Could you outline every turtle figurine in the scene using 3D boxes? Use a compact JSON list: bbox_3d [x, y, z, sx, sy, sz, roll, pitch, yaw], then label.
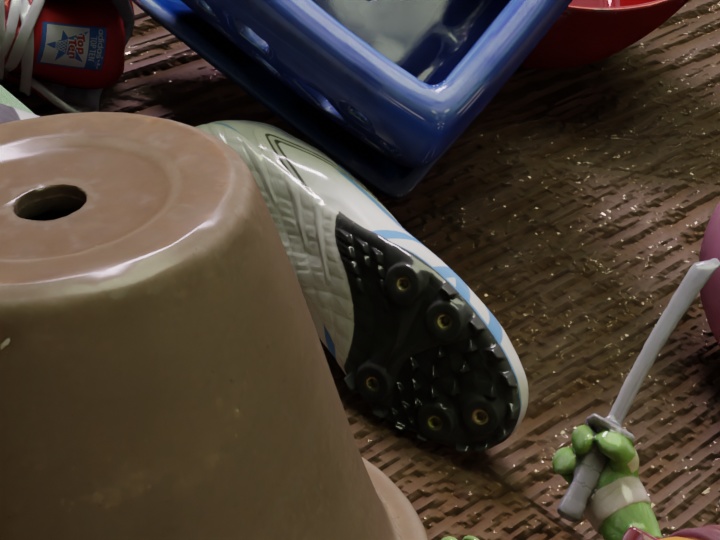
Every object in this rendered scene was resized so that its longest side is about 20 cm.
[{"bbox_3d":[0.095,0.073,0.789,0.193,0.201,0.144,-10,27,-32],"label":"turtle figurine"}]

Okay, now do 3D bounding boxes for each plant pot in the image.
[{"bbox_3d":[-0.078,0.053,0.663,0.199,0.175,0.200,-4,28,2],"label":"plant pot"},{"bbox_3d":[0.008,-0.161,1.048,0.200,0.180,0.200,38,73,6],"label":"plant pot"}]

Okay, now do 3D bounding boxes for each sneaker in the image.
[{"bbox_3d":[-0.177,-0.106,1.023,0.112,0.071,0.200,26,28,17],"label":"sneaker"},{"bbox_3d":[0.000,0.000,0.956,0.200,0.072,0.072,40,27,26],"label":"sneaker"}]

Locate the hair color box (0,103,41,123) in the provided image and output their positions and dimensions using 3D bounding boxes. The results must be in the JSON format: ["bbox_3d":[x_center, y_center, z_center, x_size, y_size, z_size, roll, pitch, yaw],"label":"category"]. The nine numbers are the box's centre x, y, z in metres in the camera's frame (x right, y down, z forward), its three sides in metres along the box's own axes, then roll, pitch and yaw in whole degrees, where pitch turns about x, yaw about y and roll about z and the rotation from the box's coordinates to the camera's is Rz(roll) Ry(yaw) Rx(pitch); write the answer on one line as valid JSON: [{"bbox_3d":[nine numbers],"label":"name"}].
[{"bbox_3d":[-0.130,-0.004,0.794,0.200,0.060,0.100,18,48,-42],"label":"hair color box"}]

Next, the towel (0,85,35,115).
[{"bbox_3d":[-0.178,-0.016,0.823,0.152,0.023,0.200,40,37,-19],"label":"towel"}]

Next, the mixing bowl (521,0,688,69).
[{"bbox_3d":[0.101,-0.184,1.242,0.199,0.109,0.201,5,56,-7],"label":"mixing bowl"}]

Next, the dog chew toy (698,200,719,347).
[{"bbox_3d":[0.212,0.033,0.979,0.124,0.125,0.200,13,39,-10],"label":"dog chew toy"}]
